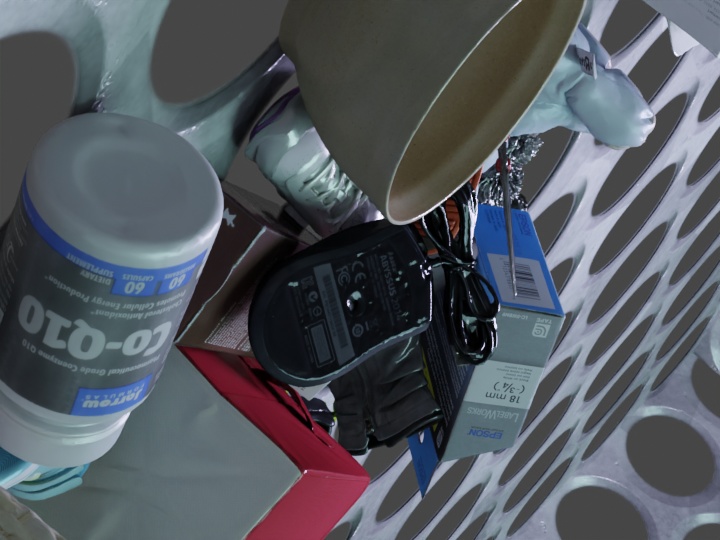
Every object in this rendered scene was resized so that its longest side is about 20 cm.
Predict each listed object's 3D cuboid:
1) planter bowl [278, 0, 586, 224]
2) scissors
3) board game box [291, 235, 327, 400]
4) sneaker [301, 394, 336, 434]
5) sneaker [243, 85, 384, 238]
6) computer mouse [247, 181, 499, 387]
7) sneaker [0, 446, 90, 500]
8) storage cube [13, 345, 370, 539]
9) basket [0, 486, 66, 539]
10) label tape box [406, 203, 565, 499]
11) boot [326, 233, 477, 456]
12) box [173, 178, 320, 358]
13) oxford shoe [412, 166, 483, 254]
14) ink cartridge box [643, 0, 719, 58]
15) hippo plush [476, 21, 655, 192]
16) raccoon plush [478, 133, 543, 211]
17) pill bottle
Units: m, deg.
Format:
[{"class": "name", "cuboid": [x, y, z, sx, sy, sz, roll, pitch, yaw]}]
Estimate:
[{"class": "planter bowl", "cuboid": [0.033, -0.150, 1.327, 0.200, 0.135, 0.200, -46, 165, -16]}, {"class": "scissors", "cuboid": [0.097, -0.087, 1.422, 0.073, 0.014, 0.202, 98, -10, -63]}, {"class": "board game box", "cuboid": [0.000, 0.000, 1.572, 0.126, 0.035, 0.200, -43, -163, 24]}, {"class": "sneaker", "cuboid": [-0.094, 0.166, 1.807, 0.200, 0.083, 0.072, -43, 163, -28]}, {"class": "sneaker", "cuboid": [-0.019, -0.068, 1.437, 0.075, 0.100, 0.200, -45, 164, -1]}, {"class": "computer mouse", "cuboid": [0.000, 0.020, 1.424, 0.199, 0.053, 0.140, -18, 105, -31]}, {"class": "sneaker", "cuboid": [-0.227, 0.120, 1.320, 0.200, 0.079, 0.131, -37, 159, -40]}, {"class": "storage cube", "cuboid": [-0.127, 0.155, 1.492, 0.200, 0.171, 0.180, -47, 164, 4]}, {"class": "basket", "cuboid": [-0.282, 0.194, 1.119, 0.198, 0.199, 0.162, -37, 155, -41]}, {"class": "label tape box", "cuboid": [0.095, 0.068, 1.681, 0.145, 0.063, 0.201, -103, -155, -53]}, {"class": "boot", "cuboid": [0.041, 0.062, 1.645, 0.069, 0.133, 0.200, -7, 159, -44]}, {"class": "box", "cuboid": [-0.092, 0.000, 1.442, 0.100, 0.075, 0.200, -51, 167, 4]}, {"class": "oxford shoe", "cuboid": [0.057, -0.113, 1.492, 0.073, 0.071, 0.202, -85, -177, -81]}, {"class": "ink cartridge box", "cuboid": [0.336, -0.299, 1.877, 0.128, 0.125, 0.201, -28, 153, -54]}, {"class": "hippo plush", "cuboid": [0.125, -0.121, 1.617, 0.161, 0.159, 0.200, -42, -174, 12]}, {"class": "raccoon plush", "cuboid": [0.091, -0.069, 1.722, 0.134, 0.096, 0.201, 102, 13, -50]}, {"class": "pill bottle", "cuboid": [-0.159, 0.017, 1.202, 0.114, 0.114, 0.201, -35, 158, -45]}]
